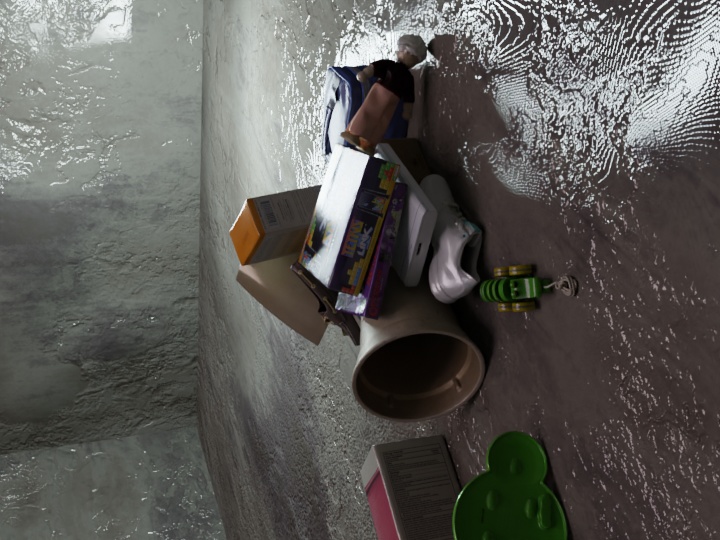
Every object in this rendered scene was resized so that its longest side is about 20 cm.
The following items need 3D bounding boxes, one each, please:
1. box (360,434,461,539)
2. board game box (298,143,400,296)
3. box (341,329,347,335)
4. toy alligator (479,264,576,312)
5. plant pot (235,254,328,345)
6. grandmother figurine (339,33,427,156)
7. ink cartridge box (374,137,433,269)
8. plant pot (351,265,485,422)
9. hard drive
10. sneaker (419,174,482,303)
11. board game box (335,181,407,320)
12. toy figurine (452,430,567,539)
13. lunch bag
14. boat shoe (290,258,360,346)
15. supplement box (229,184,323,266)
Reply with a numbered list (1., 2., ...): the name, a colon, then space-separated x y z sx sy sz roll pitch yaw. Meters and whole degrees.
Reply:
1. box: 0.091 0.386 1.461 0.109 0.126 0.201 110 150 -51
2. board game box: -0.021 -0.081 1.361 0.165 0.056 0.202 -145 71 -68
3. box: 0.011 0.049 1.703 0.200 0.064 0.071 118 142 -56
4. toy alligator: 0.202 0.024 1.165 0.200 0.054 0.060 172 93 -71
5. plant pot: -0.133 0.020 1.744 0.187 0.198 0.189 -156 90 -88
6. grandmother figurine: 0.041 -0.286 1.426 0.060 0.121 0.201 32 91 43
7. ink cartridge box: 0.068 -0.091 1.491 0.165 0.074 0.201 112 147 -49
8. plant pot: 0.076 0.097 1.384 0.185 0.198 0.202 -99 16 -48
9. hard drive: 0.055 -0.088 1.380 0.201 0.026 0.133 -119 34 -49
10. sneaker: 0.140 -0.058 1.326 0.088 0.075 0.202 -31 61 46
11. board game box: 0.015 -0.031 1.351 0.120 0.032 0.202 5 81 63
12. toy figurine: 0.183 0.340 1.225 0.184 0.148 0.202 104 176 -64
13. lunch bag: -0.004 -0.254 1.571 0.136 0.131 0.202 -124 35 -54
14. boat shoe: -0.053 0.056 1.598 0.201 0.059 0.072 60 170 -20
15. supplement box: -0.115 -0.084 1.579 0.074 0.198 0.126 67 150 16
